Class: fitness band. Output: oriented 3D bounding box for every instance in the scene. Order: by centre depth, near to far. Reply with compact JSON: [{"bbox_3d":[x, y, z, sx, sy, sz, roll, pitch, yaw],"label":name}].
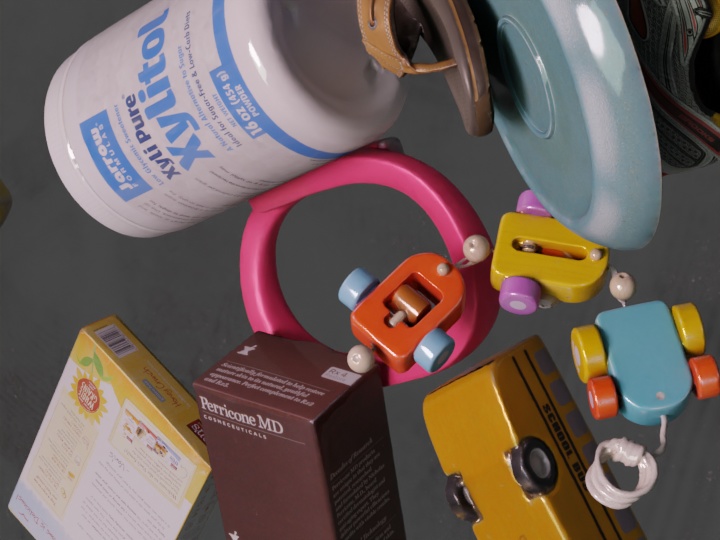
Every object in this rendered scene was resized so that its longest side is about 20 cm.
[{"bbox_3d":[0.000,0.000,1.082,0.199,0.037,0.145,-15,99,44],"label":"fitness band"}]

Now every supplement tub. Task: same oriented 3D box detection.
[{"bbox_3d":[-0.079,-0.107,1.040,0.199,0.131,0.133,-22,92,42],"label":"supplement tub"}]

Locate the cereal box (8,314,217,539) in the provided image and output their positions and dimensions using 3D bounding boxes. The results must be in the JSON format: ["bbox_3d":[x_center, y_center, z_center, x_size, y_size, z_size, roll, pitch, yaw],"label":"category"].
[{"bbox_3d":[-0.174,0.151,1.283,0.144,0.039,0.201,44,130,19],"label":"cereal box"}]

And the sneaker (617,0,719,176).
[{"bbox_3d":[0.148,-0.146,0.878,0.082,0.078,0.202,-6,112,37],"label":"sneaker"}]

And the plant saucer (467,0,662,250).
[{"bbox_3d":[0.092,-0.100,0.889,0.200,0.027,0.202,159,90,-81],"label":"plant saucer"}]

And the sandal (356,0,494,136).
[{"bbox_3d":[0.018,-0.146,0.947,0.201,0.054,0.082,62,175,26],"label":"sandal"}]

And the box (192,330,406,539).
[{"bbox_3d":[-0.031,0.148,1.116,0.099,0.075,0.202,13,124,36],"label":"box"}]

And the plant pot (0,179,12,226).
[{"bbox_3d":[-0.358,-0.068,1.261,0.189,0.201,0.201,42,130,0],"label":"plant pot"}]

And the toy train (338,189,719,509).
[{"bbox_3d":[0.093,0.044,0.961,0.199,0.150,0.056,35,159,20],"label":"toy train"}]

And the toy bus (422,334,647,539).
[{"bbox_3d":[0.111,0.145,1.013,0.065,0.078,0.201,-30,87,42],"label":"toy bus"}]
